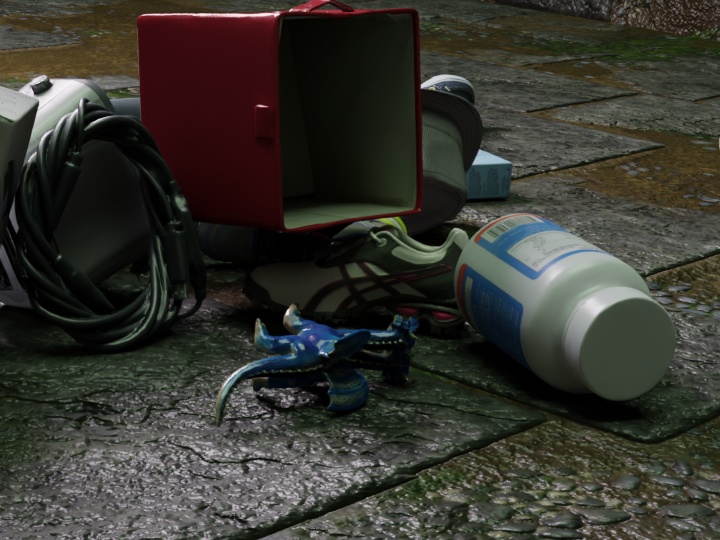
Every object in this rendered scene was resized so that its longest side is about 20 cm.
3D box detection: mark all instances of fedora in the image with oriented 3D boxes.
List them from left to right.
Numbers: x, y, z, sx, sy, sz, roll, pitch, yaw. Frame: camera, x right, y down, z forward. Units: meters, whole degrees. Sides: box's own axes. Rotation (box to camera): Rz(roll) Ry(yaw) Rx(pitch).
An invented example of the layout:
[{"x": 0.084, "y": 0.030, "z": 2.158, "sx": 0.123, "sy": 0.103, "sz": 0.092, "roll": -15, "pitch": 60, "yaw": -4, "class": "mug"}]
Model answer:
[{"x": 0.039, "y": -0.094, "z": 1.772, "sx": 0.200, "sy": 0.177, "sz": 0.090, "roll": 6, "pitch": 44, "yaw": -24, "class": "fedora"}]

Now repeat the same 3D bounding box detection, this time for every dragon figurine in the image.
[{"x": -0.026, "y": 0.068, "z": 1.302, "sx": 0.099, "sy": 0.059, "sz": 0.200, "roll": 11, "pitch": 16, "yaw": 23, "class": "dragon figurine"}]

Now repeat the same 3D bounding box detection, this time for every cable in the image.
[{"x": -0.208, "y": -0.038, "z": 1.409, "sx": 0.163, "sy": 0.200, "sz": 0.051, "roll": -17, "pitch": 4, "yaw": -39, "class": "cable"}]

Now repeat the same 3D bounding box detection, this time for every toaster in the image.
[{"x": -0.259, "y": -0.054, "z": 1.473, "sx": 0.113, "sy": 0.200, "sz": 0.129, "roll": 6, "pitch": 34, "yaw": 40, "class": "toaster"}]

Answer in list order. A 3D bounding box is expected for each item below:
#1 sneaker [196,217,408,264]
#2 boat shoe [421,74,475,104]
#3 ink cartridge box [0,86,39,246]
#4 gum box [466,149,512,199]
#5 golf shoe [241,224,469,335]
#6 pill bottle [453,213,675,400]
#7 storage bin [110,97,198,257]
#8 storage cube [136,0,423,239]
[{"x": -0.052, "y": -0.029, "z": 1.622, "sx": 0.200, "sy": 0.074, "sz": 0.081, "roll": 1, "pitch": 19, "yaw": -5, "class": "sneaker"}, {"x": 0.098, "y": -0.202, "z": 2.283, "sx": 0.200, "sy": 0.071, "sz": 0.091, "roll": -20, "pitch": 29, "yaw": -41, "class": "boat shoe"}, {"x": -0.298, "y": -0.024, "z": 1.297, "sx": 0.045, "sy": 0.200, "sz": 0.176, "roll": 17, "pitch": 15, "yaw": -2, "class": "ink cartridge box"}, {"x": 0.043, "y": -0.117, "z": 2.002, "sx": 0.200, "sy": 0.045, "sz": 0.170, "roll": -4, "pitch": 18, "yaw": -28, "class": "gum box"}, {"x": 0.000, "y": 0.000, "z": 1.503, "sx": 0.200, "sy": 0.088, "sz": 0.077, "roll": 3, "pitch": 17, "yaw": 2, "class": "golf shoe"}, {"x": 0.161, "y": 0.032, "z": 1.386, "sx": 0.112, "sy": 0.112, "sz": 0.200, "roll": -2, "pitch": 18, "yaw": -21, "class": "pill bottle"}, {"x": -0.236, "y": -0.084, "z": 1.648, "sx": 0.200, "sy": 0.135, "sz": 0.145, "roll": -8, "pitch": 20, "yaw": -39, "class": "storage bin"}, {"x": -0.069, "y": -0.131, "z": 1.498, "sx": 0.180, "sy": 0.200, "sz": 0.171, "roll": 8, "pitch": 13, "yaw": 43, "class": "storage cube"}]
